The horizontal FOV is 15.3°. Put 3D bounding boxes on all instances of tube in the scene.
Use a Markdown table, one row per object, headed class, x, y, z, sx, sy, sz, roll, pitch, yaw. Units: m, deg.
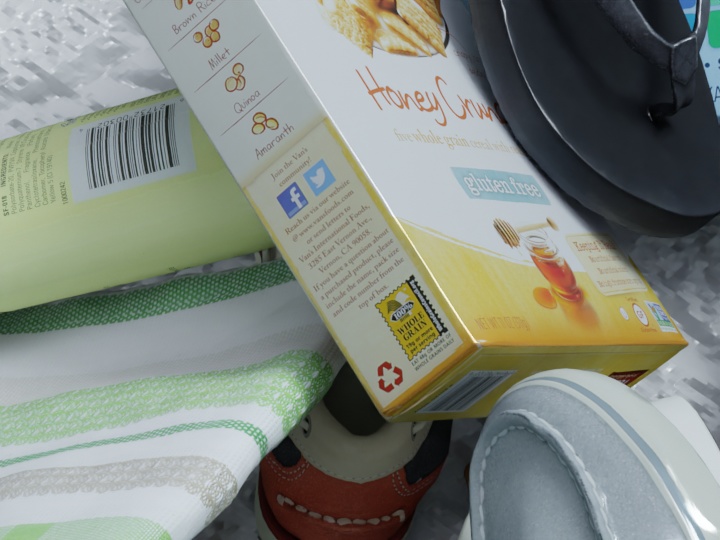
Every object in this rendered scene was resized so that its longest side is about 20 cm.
| class | x | y | z | sx | sy | sz | roll | pitch | yaw |
| --- | --- | --- | --- | --- | --- | --- | --- | --- | --- |
| tube | -0.119 | -0.009 | 0.772 | 0.200 | 0.058 | 0.052 | -14 | 80 | 12 |

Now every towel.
| class | x | y | z | sx | sy | sz | roll | pitch | yaw |
| --- | --- | --- | --- | --- | --- | --- | --- | --- | --- |
| towel | -0.089 | 0.046 | 0.689 | 0.149 | 0.031 | 0.200 | -12 | 16 | 24 |

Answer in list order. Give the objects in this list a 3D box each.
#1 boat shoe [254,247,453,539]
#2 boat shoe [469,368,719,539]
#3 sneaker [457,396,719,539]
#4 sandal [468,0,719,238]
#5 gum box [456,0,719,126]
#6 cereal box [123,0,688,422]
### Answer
| class | x | y | z | sx | sy | sz | roll | pitch | yaw |
| --- | --- | --- | --- | --- | --- | --- | --- | --- | --- |
| boat shoe | 0.000 | 0.000 | 0.817 | 0.071 | 0.063 | 0.200 | 7 | 46 | -1 |
| boat shoe | 0.056 | 0.110 | 0.613 | 0.071 | 0.070 | 0.201 | 7 | 54 | -38 |
| sneaker | 0.073 | 0.096 | 0.711 | 0.085 | 0.073 | 0.200 | -9 | 17 | -8 |
| sandal | 0.064 | -0.106 | 0.772 | 0.076 | 0.043 | 0.200 | -9 | 80 | -41 |
| gum box | 0.100 | -0.142 | 0.834 | 0.170 | 0.045 | 0.200 | -6 | 84 | 8 |
| cereal box | 0.001 | -0.050 | 0.748 | 0.200 | 0.040 | 0.144 | 58 | 24 | 16 |
